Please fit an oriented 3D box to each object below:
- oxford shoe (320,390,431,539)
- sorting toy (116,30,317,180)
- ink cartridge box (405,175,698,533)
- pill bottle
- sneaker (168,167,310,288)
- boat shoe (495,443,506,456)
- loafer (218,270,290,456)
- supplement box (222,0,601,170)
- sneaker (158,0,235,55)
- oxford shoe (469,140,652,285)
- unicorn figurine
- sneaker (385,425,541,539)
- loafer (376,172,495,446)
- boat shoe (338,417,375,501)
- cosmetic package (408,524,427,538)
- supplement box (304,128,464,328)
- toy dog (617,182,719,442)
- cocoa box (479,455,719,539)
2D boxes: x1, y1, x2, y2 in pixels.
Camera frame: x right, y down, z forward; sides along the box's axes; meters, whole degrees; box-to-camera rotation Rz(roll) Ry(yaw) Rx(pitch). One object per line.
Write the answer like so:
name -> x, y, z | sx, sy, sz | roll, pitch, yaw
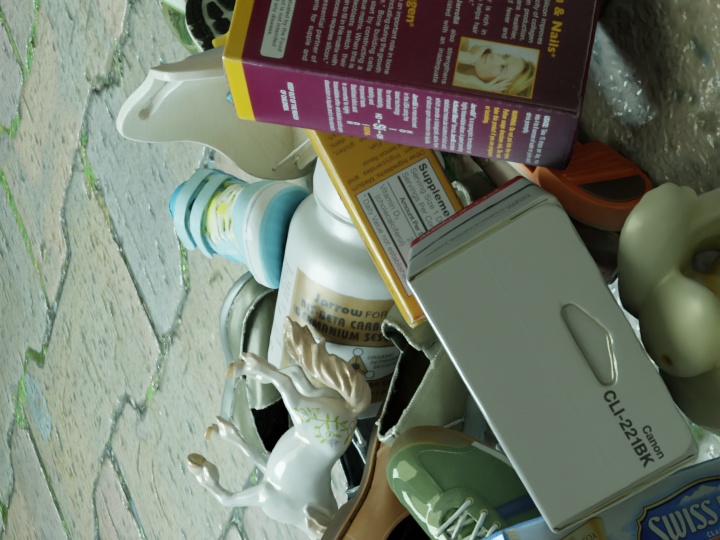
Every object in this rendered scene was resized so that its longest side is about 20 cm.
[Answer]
oxford shoe -> 0.041, 0.145, 1.039 | 0.071, 0.071, 0.201 | 2, 61, 47
sorting toy -> -0.085, -0.137, 1.108 | 0.200, 0.179, 0.108 | -31, 74, 59
ink cartridge box -> 0.094, 0.034, 0.781 | 0.145, 0.083, 0.200 | 59, -176, -4
pill bottle -> 0.000, 0.000, 1.079 | 0.114, 0.114, 0.201 | 50, 141, 40
sneaker -> -0.101, -0.040, 1.150 | 0.200, 0.130, 0.080 | 55, -122, -77
boat shoe -> 0.116, 0.136, 0.970 | 0.072, 0.068, 0.202 | 27, 124, 54
loafer -> -0.078, 0.082, 1.309 | 0.070, 0.075, 0.201 | 35, 136, 36
supplement box -> 0.032, -0.136, 0.846 | 0.086, 0.198, 0.111 | 84, -163, -73
sneaker -> -0.124, -0.203, 1.284 | 0.200, 0.076, 0.089 | -124, 22, -43
oxford shoe -> 0.097, -0.064, 0.928 | 0.200, 0.071, 0.073 | 48, 144, 41
unicorn figurine -> -0.049, 0.138, 1.073 | 0.137, 0.074, 0.201 | 28, 132, 4
sneaker -> 0.096, 0.177, 0.906 | 0.200, 0.090, 0.067 | 39, 110, -2
loafer -> 0.055, 0.032, 0.978 | 0.075, 0.069, 0.202 | 179, 101, -71
boat shoe -> 0.015, 0.179, 1.168 | 0.073, 0.068, 0.201 | -25, 79, 61
cosmetic package -> 0.084, 0.274, 1.080 | 0.103, 0.073, 0.202 | -1, 99, 61
supplement box -> 0.012, -0.067, 0.924 | 0.067, 0.068, 0.201 | 66, 179, -85
toy dog -> 0.222, 0.058, 0.686 | 0.200, 0.139, 0.195 | 46, 139, 40
cocoa box -> 0.145, 0.189, 0.804 | 0.133, 0.199, 0.132 | -43, 64, 56
